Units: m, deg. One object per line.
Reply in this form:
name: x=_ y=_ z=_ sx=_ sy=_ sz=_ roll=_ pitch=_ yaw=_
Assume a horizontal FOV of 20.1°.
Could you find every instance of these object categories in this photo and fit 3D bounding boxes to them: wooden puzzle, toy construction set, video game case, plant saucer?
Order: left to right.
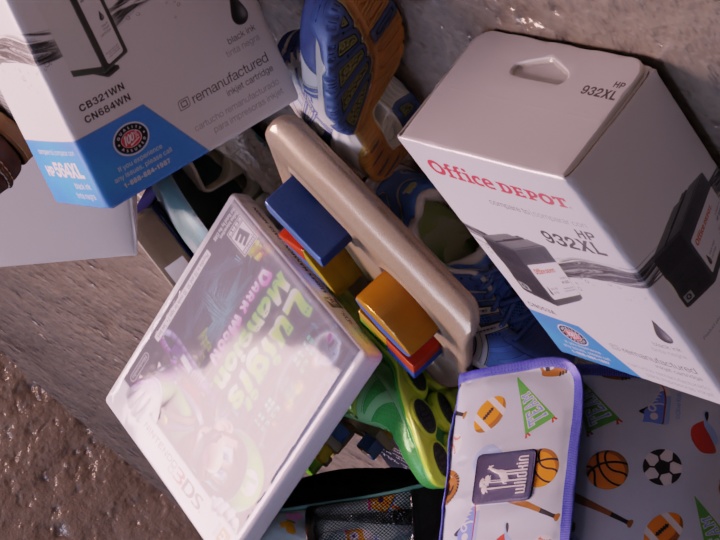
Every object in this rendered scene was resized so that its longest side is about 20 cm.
plant saucer: x=-0.109 y=-0.036 z=1.590 sx=0.200 sy=0.027 sz=0.200 roll=51 pitch=-170 yaw=-12
video game case: x=-0.089 y=0.077 z=1.452 sx=0.023 sy=0.200 sz=0.182 roll=8 pitch=-147 yaw=-48
toy construction set: x=-0.058 y=0.108 z=1.574 sx=0.131 sy=0.092 sz=0.200 roll=42 pitch=154 yaw=-9
wooden puzzle: x=0.000 y=0.000 z=1.338 sx=0.185 sy=0.046 sz=0.200 roll=47 pitch=170 yaw=10

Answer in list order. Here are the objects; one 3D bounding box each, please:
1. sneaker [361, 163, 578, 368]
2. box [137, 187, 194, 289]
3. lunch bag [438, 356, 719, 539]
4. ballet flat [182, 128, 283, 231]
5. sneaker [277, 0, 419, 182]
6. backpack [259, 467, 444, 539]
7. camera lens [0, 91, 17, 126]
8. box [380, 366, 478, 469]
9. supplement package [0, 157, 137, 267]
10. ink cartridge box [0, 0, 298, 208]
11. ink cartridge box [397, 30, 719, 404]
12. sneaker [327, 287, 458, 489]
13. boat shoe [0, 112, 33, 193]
sneaker: x=0.078 y=0.009 z=1.384 sx=0.200 sy=0.076 sz=0.077 roll=43 pitch=168 yaw=-19
box: x=-0.128 y=-0.019 z=1.619 sx=0.121 sy=0.032 sz=0.200 roll=53 pitch=-168 yaw=-11
lunch bag: x=0.152 y=0.151 z=1.313 sx=0.199 sy=0.171 sz=0.124 roll=5 pitch=155 yaw=7
ballet flat: x=-0.093 y=-0.076 z=1.552 sx=0.200 sy=0.072 sz=0.072 roll=46 pitch=163 yaw=-27
sneaker: x=-0.022 y=-0.124 z=1.241 sx=0.088 sy=0.075 sz=0.200 roll=33 pitch=163 yaw=20
backpack: x=-0.016 y=0.223 z=1.508 sx=0.199 sy=0.154 sz=0.176 roll=-1 pitch=175 yaw=14
camera lens: x=-0.206 y=-0.172 z=1.357 sx=0.200 sy=0.160 sz=0.160 roll=27 pitch=161 yaw=35
box: x=0.063 y=0.094 z=1.602 sx=0.148 sy=0.104 sz=0.200 roll=26 pitch=160 yaw=39
supplement package: x=-0.265 y=-0.079 z=1.472 sx=0.117 sy=0.199 sz=0.118 roll=-100 pitch=6 yaw=-58
ink cartridge box: x=-0.147 y=-0.158 z=1.189 sx=0.084 sy=0.146 sz=0.201 roll=12 pitch=130 yaw=60
ink cartridge box: x=0.135 y=-0.029 z=1.137 sx=0.145 sy=0.084 sz=0.200 roll=19 pitch=155 yaw=51
sneaker: x=0.015 y=0.081 z=1.459 sx=0.074 sy=0.084 sz=0.200 roll=4 pitch=-137 yaw=-46
boat shoe: x=-0.305 y=-0.101 z=1.350 sx=0.200 sy=0.070 sz=0.070 roll=29 pitch=164 yaw=34
